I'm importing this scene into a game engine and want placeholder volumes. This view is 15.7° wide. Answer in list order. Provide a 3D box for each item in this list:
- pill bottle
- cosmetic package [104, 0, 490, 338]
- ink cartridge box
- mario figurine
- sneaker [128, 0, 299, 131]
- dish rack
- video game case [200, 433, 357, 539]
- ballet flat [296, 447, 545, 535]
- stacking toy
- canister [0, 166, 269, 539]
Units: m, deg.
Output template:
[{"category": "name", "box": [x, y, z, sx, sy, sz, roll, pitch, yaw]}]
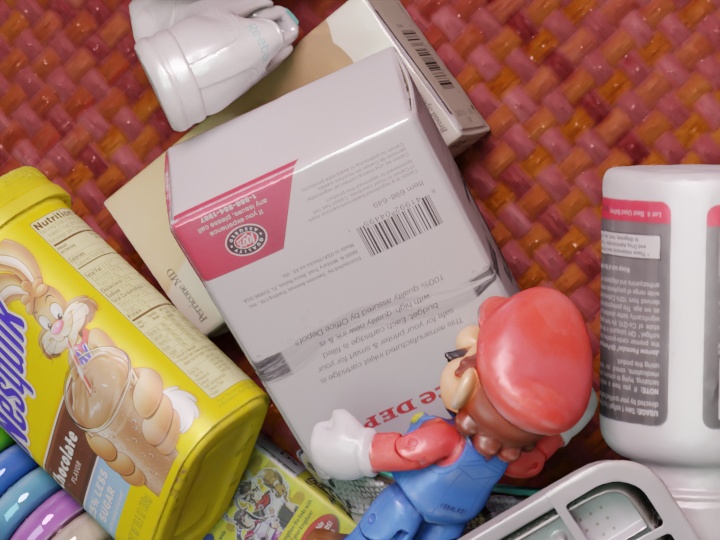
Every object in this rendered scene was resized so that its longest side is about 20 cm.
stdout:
[{"category": "pill bottle", "box": [0.184, 0.044, 1.413, 0.110, 0.111, 0.202, 2, 95, 17]}, {"category": "cosmetic package", "box": [-0.037, -0.060, 1.494, 0.200, 0.071, 0.105, -39, 84, 16]}, {"category": "ink cartridge box", "box": [0.000, 0.000, 1.421, 0.145, 0.085, 0.201, -23, 123, 8]}, {"category": "mario figurine", "box": [0.049, 0.086, 1.398, 0.106, 0.123, 0.201, 40, 112, 12]}, {"category": "sneaker", "box": [-0.077, -0.125, 1.451, 0.088, 0.200, 0.076, -26, 106, -1]}, {"category": "dish rack", "box": [0.098, 0.197, 1.386, 0.199, 0.044, 0.172, -31, 113, 6]}, {"category": "video game case", "box": [-0.060, 0.218, 1.550, 0.180, 0.025, 0.201, 37, 105, 11]}, {"category": "ballet flat", "box": [0.053, 0.144, 1.483, 0.199, 0.072, 0.073, 10, 98, 16]}, {"category": "stacking toy", "box": [-0.229, 0.112, 1.574, 0.200, 0.085, 0.086, 44, 106, 16]}, {"category": "canister", "box": [-0.155, 0.058, 1.499, 0.200, 0.086, 0.149, 42, 138, 18]}]
